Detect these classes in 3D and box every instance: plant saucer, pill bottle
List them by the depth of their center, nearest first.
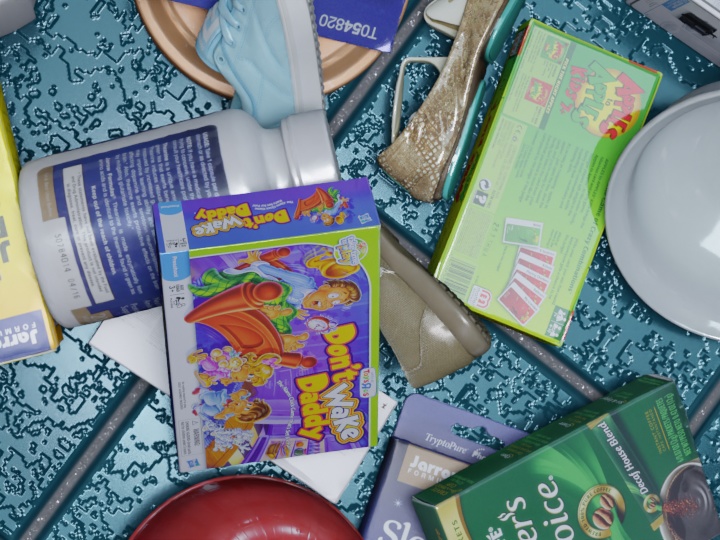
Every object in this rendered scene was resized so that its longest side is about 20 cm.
[{"bbox_3d":[-0.110,-0.039,1.309,0.198,0.111,0.112,-14,92,2],"label":"pill bottle"},{"bbox_3d":[-0.060,-0.215,1.407,0.198,0.032,0.203,0,89,-6],"label":"plant saucer"}]

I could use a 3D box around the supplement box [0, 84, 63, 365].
[{"bbox_3d":[-0.271,-0.034,1.342,0.108,0.109,0.202,-14,91,-6],"label":"supplement box"}]

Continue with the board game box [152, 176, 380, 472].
[{"bbox_3d":[-0.056,0.037,1.285,0.133,0.045,0.201,-8,135,-7],"label":"board game box"}]

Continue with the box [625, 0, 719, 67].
[{"bbox_3d":[0.290,-0.160,1.407,0.199,0.117,0.060,33,86,-7],"label":"box"}]

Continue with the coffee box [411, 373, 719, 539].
[{"bbox_3d":[0.144,0.167,1.396,0.199,0.044,0.124,-24,103,-19],"label":"coffee box"}]

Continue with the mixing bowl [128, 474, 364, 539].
[{"bbox_3d":[-0.062,0.227,1.316,0.198,0.108,0.202,3,78,-14],"label":"mixing bowl"}]

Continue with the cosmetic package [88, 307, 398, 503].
[{"bbox_3d":[-0.080,0.069,1.394,0.199,0.051,0.083,34,86,-5],"label":"cosmetic package"}]

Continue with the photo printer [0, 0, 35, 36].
[{"bbox_3d":[-0.287,-0.173,1.295,0.165,0.200,0.070,-20,92,-7],"label":"photo printer"}]

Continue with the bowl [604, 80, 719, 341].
[{"bbox_3d":[0.269,-0.056,1.398,0.199,0.091,0.203,7,125,10],"label":"bowl"}]

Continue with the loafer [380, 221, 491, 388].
[{"bbox_3d":[0.000,0.000,1.368,0.067,0.076,0.200,-46,67,0],"label":"loafer"}]

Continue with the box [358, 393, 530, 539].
[{"bbox_3d":[0.056,0.198,1.421,0.120,0.032,0.202,19,87,-6],"label":"box"}]

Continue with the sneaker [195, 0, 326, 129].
[{"bbox_3d":[-0.069,-0.159,1.320,0.081,0.074,0.201,-7,132,1],"label":"sneaker"}]

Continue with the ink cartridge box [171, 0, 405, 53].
[{"bbox_3d":[-0.036,-0.253,1.333,0.198,0.041,0.202,10,107,-19],"label":"ink cartridge box"}]

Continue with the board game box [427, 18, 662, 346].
[{"bbox_3d":[0.124,-0.060,1.421,0.101,0.048,0.202,21,88,-7],"label":"board game box"}]

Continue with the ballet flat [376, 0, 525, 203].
[{"bbox_3d":[0.065,-0.148,1.407,0.065,0.071,0.202,22,84,8],"label":"ballet flat"}]
